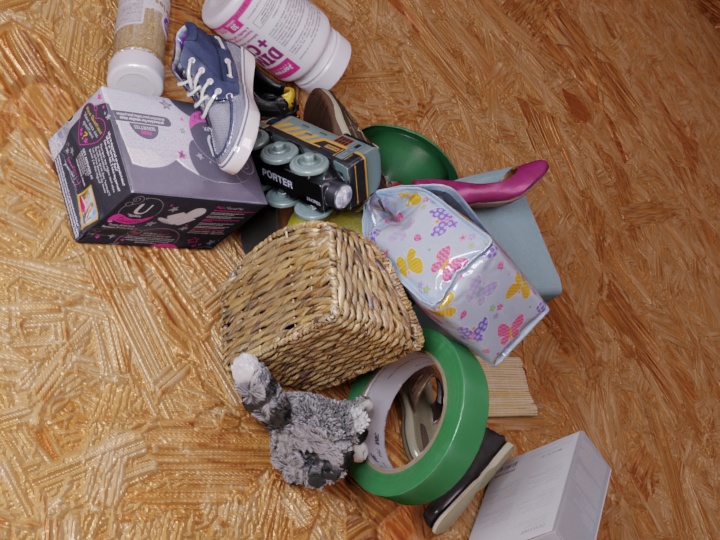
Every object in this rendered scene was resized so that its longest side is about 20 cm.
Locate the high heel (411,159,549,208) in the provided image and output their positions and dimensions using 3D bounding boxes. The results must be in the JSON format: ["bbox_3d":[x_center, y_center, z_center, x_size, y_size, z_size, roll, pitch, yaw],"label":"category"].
[{"bbox_3d":[0.162,-0.122,1.401,0.199,0.067,0.097,-34,93,-27],"label":"high heel"}]

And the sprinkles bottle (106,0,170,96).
[{"bbox_3d":[-0.268,-0.296,1.299,0.068,0.068,0.202,28,44,-36],"label":"sprinkles bottle"}]

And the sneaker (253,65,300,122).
[{"bbox_3d":[-0.106,-0.197,1.409,0.200,0.090,0.070,42,37,-23],"label":"sneaker"}]

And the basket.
[{"bbox_3d":[-0.047,0.038,1.206,0.148,0.199,0.145,19,55,-41],"label":"basket"}]

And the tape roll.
[{"bbox_3d":[0.061,0.170,1.245,0.048,0.199,0.203,26,45,-37],"label":"tape roll"}]

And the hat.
[{"bbox_3d":[0.030,-0.090,1.490,0.200,0.164,0.178,45,55,-37],"label":"hat"}]

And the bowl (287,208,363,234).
[{"bbox_3d":[0.000,0.000,1.336,0.200,0.106,0.203,41,41,-49],"label":"bowl"}]

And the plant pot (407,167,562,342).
[{"bbox_3d":[0.121,-0.008,1.480,0.198,0.196,0.198,-8,69,-38],"label":"plant pot"}]

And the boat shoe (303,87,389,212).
[{"bbox_3d":[-0.015,-0.151,1.361,0.074,0.075,0.204,6,49,-34],"label":"boat shoe"}]

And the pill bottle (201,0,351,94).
[{"bbox_3d":[-0.114,-0.339,1.488,0.199,0.113,0.115,32,42,-33],"label":"pill bottle"}]

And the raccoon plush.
[{"bbox_3d":[-0.051,0.145,1.193,0.202,0.095,0.134,66,25,-20],"label":"raccoon plush"}]

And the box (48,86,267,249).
[{"bbox_3d":[-0.221,-0.110,1.175,0.199,0.114,0.134,3,62,-51],"label":"box"}]

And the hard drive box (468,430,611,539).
[{"bbox_3d":[0.232,0.322,1.388,0.077,0.155,0.200,51,36,-12],"label":"hard drive box"}]

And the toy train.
[{"bbox_3d":[-0.068,-0.127,1.259,0.113,0.199,0.086,-32,132,-34],"label":"toy train"}]

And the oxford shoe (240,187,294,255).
[{"bbox_3d":[-0.112,-0.092,1.350,0.071,0.070,0.203,42,45,-54],"label":"oxford shoe"}]

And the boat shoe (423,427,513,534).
[{"bbox_3d":[0.130,0.270,1.382,0.063,0.074,0.201,35,38,14],"label":"boat shoe"}]

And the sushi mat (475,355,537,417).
[{"bbox_3d":[0.200,0.173,1.586,0.198,0.012,0.097,8,58,-49],"label":"sushi mat"}]

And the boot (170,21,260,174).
[{"bbox_3d":[-0.166,-0.190,1.159,0.089,0.073,0.202,24,35,-28],"label":"boot"}]

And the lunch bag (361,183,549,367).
[{"bbox_3d":[0.104,-0.011,1.250,0.169,0.127,0.200,42,1,-44],"label":"lunch bag"}]

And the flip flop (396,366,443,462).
[{"bbox_3d":[0.083,0.168,1.401,0.081,0.057,0.203,24,47,-40],"label":"flip flop"}]
